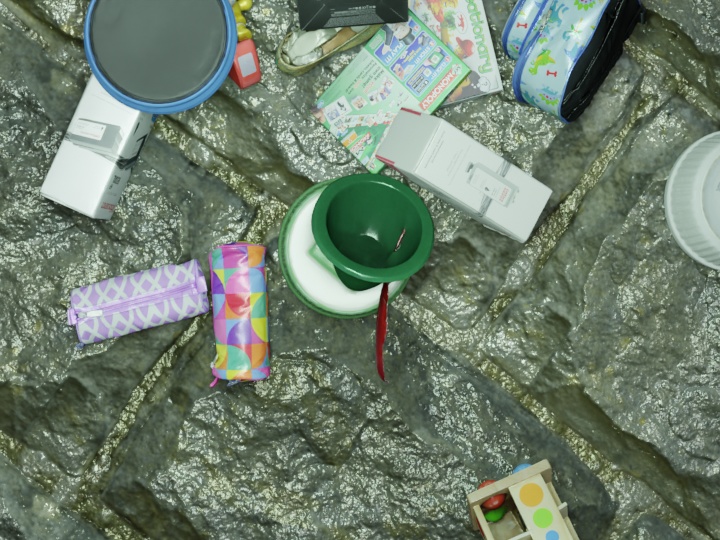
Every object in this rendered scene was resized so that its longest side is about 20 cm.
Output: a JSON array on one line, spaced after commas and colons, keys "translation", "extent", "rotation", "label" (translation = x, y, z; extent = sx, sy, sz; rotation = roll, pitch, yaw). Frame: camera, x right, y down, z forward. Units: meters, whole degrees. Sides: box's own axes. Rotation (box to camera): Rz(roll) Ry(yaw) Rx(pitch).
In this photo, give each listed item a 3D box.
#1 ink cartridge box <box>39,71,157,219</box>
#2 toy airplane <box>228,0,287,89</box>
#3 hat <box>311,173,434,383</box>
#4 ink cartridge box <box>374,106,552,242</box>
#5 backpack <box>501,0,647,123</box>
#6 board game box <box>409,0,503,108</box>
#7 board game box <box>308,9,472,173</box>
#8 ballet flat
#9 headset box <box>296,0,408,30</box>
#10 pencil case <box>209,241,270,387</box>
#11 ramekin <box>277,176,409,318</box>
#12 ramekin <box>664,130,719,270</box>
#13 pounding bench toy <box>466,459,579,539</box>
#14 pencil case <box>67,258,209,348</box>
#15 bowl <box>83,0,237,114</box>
[{"translation": [-0.346, -0.175, 1.648], "extent": [0.083, 0.145, 0.202], "rotation": [25, 90, -3], "label": "ink cartridge box"}, {"translation": [-0.199, -0.371, 1.653], "extent": [0.197, 0.141, 0.203], "rotation": [21, 77, -10], "label": "toy airplane"}, {"translation": [0.000, 0.000, 1.631], "extent": [0.163, 0.177, 0.202], "rotation": [17, 53, 0], "label": "hat"}, {"translation": [0.137, -0.130, 1.640], "extent": [0.199, 0.146, 0.084], "rotation": [29, 92, -25], "label": "ink cartridge box"}, {"translation": [0.279, -0.315, 1.662], "extent": [0.146, 0.183, 0.202], "rotation": [28, 93, 20], "label": "backpack"}, {"translation": [0.117, -0.336, 1.721], "extent": [0.124, 0.035, 0.203], "rotation": [-15, 91, -1], "label": "board game box"}, {"translation": [0.041, -0.250, 1.697], "extent": [0.135, 0.029, 0.200], "rotation": [44, 100, 4], "label": "board game box"}, {"translation": [-0.034, -0.336, 1.683], "extent": [0.199, 0.071, 0.071], "rotation": [-32, 92, 9], "label": "ballet flat"}, {"translation": [-0.014, -0.414, 1.646], "extent": [0.146, 0.201, 0.078], "rotation": [-5, 132, 0], "label": "headset box"}, {"translation": [-0.169, 0.061, 1.691], "extent": [0.087, 0.088, 0.203], "rotation": [0, 89, -2], "label": "pencil case"}, {"translation": [-0.017, -0.031, 1.687], "extent": [0.197, 0.098, 0.203], "rotation": [0, 91, -2], "label": "ramekin"}, {"translation": [0.537, -0.099, 1.708], "extent": [0.197, 0.105, 0.203], "rotation": [0, 91, -2], "label": "ramekin"}, {"translation": [0.232, 0.375, 1.698], "extent": [0.123, 0.201, 0.157], "rotation": [-22, 60, -4], "label": "pounding bench toy"}, {"translation": [-0.307, 0.042, 1.682], "extent": [0.197, 0.086, 0.085], "rotation": [-16, 80, -3], "label": "pencil case"}, {"translation": [-0.257, -0.303, 1.559], "extent": [0.197, 0.039, 0.204], "rotation": [0, 91, -4], "label": "bowl"}]
